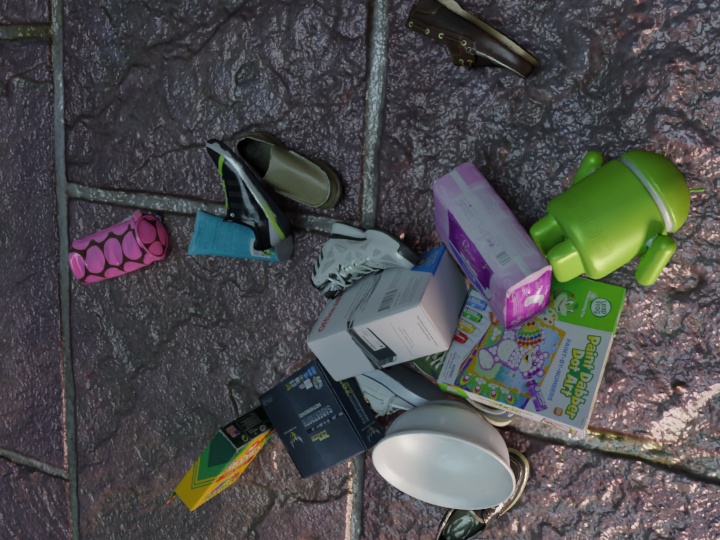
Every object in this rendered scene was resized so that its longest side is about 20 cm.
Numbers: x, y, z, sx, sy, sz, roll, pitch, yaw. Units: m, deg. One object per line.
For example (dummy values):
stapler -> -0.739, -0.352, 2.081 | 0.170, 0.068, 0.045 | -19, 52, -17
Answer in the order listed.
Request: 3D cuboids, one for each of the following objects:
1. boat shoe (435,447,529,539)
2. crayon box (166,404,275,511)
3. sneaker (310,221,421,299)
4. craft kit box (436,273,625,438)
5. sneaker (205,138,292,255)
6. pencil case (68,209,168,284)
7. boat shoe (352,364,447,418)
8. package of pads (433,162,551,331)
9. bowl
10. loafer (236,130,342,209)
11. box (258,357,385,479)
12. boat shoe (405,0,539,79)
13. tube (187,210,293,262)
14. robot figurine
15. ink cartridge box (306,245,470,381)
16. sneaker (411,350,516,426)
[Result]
boat shoe -> 0.179, 0.350, 1.085 | 0.073, 0.065, 0.201 | 36, 112, 17
crayon box -> -0.236, 0.331, 1.260 | 0.051, 0.127, 0.200 | 44, 116, 13
sneaker -> 0.000, 0.000, 1.059 | 0.200, 0.076, 0.116 | 15, 72, 55
craft kit box -> 0.227, 0.094, 0.971 | 0.196, 0.049, 0.201 | 16, 70, 21
sneaker -> -0.188, -0.111, 1.130 | 0.083, 0.072, 0.200 | -38, 90, -1
pencil case -> -0.443, -0.041, 1.324 | 0.199, 0.091, 0.094 | -19, 125, 26
boat shoe -> 0.036, 0.192, 1.126 | 0.201, 0.074, 0.087 | 22, 108, 25
package of pads -> 0.168, -0.033, 0.958 | 0.075, 0.121, 0.201 | -27, 57, -6
bowl -> 0.122, 0.246, 1.027 | 0.199, 0.091, 0.202 | 12, 139, 11
loafer -> -0.119, -0.154, 1.148 | 0.199, 0.067, 0.076 | 31, 114, 21
box -> -0.067, 0.233, 1.167 | 0.200, 0.051, 0.158 | -37, 82, 47
boat shoe -> 0.147, -0.307, 0.987 | 0.200, 0.070, 0.071 | 41, 108, 24
tube -> -0.207, -0.052, 1.225 | 0.199, 0.050, 0.078 | 10, 81, 28
robot figurine -> 0.312, -0.069, 0.901 | 0.199, 0.116, 0.176 | -33, 53, 7
ink cartridge box -> 0.040, 0.063, 1.045 | 0.199, 0.145, 0.084 | -21, 114, 34
sneaker -> 0.145, 0.141, 1.044 | 0.200, 0.090, 0.067 | 39, 78, 13
